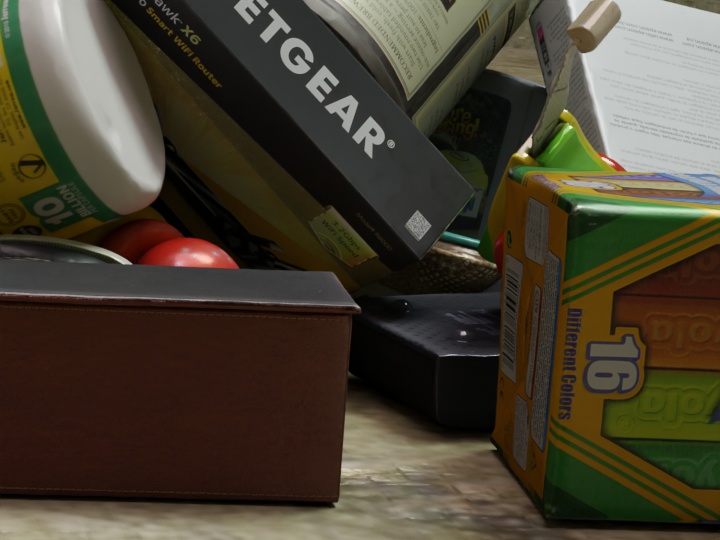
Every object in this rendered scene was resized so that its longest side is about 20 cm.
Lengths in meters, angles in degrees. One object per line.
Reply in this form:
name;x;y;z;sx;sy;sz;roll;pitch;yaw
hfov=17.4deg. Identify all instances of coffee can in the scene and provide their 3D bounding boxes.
coffee can;0.009;-0.147;1.200;0.146;0.147;0.200;11;47;35

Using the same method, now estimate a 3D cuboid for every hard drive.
hard drive;0.098;0.039;1.094;0.199;0.042;0.135;-1;11;-25

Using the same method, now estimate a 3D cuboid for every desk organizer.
desk organizer;-0.105;0.040;0.899;0.199;0.077;0.072;2;10;-9

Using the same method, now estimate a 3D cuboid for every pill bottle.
pill bottle;-0.197;-0.047;1.035;0.200;0.113;0.113;-21;5;12

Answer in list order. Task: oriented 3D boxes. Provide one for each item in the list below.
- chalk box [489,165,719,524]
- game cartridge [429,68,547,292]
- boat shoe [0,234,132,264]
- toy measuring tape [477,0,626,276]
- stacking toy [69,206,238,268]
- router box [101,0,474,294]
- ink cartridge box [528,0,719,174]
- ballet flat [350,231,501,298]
chalk box;0.163;0.029;0.943;0.199;0.125;0.124;2;10;-7
game cartridge;0.044;-0.043;1.262;0.200;0.133;0.041;10;-10;44
boat shoe;-0.185;0.025;0.969;0.199;0.075;0.066;3;12;-3
toy measuring tape;0.100;-0.038;1.020;0.073;0.074;0.200;2;-31;-9
stacking toy;-0.121;-0.009;1.087;0.085;0.086;0.200;-3;16;-36
router box;-0.065;-0.071;1.110;0.052;0.200;0.157;-50;13;-32
ink cartridge box;0.192;-0.045;1.182;0.196;0.200;0.043;11;-38;-26
ballet flat;0.000;0.000;1.221;0.070;0.065;0.200;21;-2;-36
